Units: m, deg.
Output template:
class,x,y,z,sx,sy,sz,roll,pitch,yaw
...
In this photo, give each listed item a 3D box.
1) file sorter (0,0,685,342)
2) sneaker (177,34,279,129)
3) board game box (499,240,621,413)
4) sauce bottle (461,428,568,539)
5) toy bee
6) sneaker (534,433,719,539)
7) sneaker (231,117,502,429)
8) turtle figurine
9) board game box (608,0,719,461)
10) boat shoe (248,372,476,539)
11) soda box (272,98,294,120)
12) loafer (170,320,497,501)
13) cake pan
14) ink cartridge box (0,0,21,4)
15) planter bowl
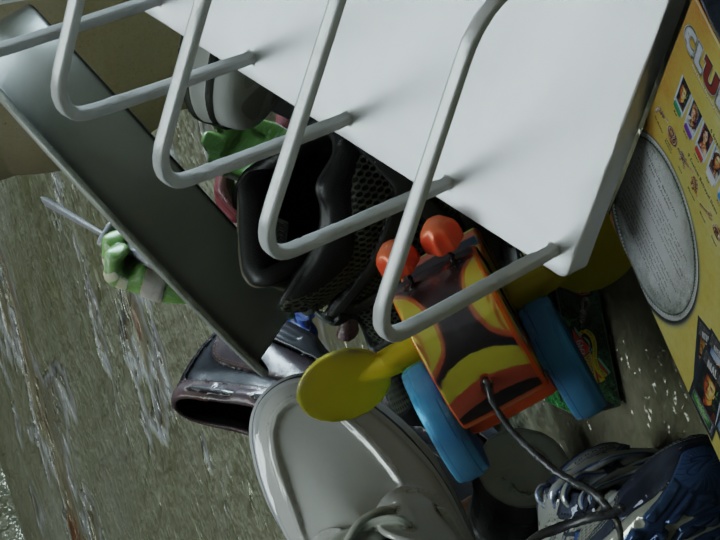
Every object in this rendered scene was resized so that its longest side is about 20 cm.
class,x,y,z,sx,sy,sz,roll,pitch,yaw
file sorter,-0.017,-0.091,0.804,0.200,0.124,0.139,34,124,25
sneaker,0.008,-0.106,0.927,0.115,0.076,0.201,31,135,4
board game box,0.061,-0.045,1.018,0.105,0.023,0.200,-164,60,-70
sauce bottle,0.061,0.140,1.108,0.200,0.065,0.065,100,152,-52
toy bee,0.046,0.018,0.892,0.109,0.131,0.200,61,164,-20
sneaker,0.096,0.100,0.929,0.200,0.077,0.085,105,151,-60
sneaker,0.000,0.000,1.022,0.200,0.114,0.076,93,159,-53
turtle figurine,-0.072,-0.057,1.253,0.194,0.144,0.200,117,133,-62
board game box,0.142,0.027,0.769,0.136,0.035,0.200,103,149,-60
boat shoe,0.014,0.124,1.001,0.200,0.072,0.066,62,-177,17
soda box,-0.016,-0.156,1.003,0.064,0.068,0.200,26,138,8
loafer,-0.009,0.078,1.178,0.200,0.063,0.072,24,149,41
cake pan,-0.096,-0.039,1.069,0.200,0.037,0.200,48,179,1
ink cartridge box,-0.087,-0.191,1.068,0.117,0.200,0.068,93,157,-47
planter bowl,-0.153,-0.151,1.413,0.200,0.134,0.201,179,90,-89
